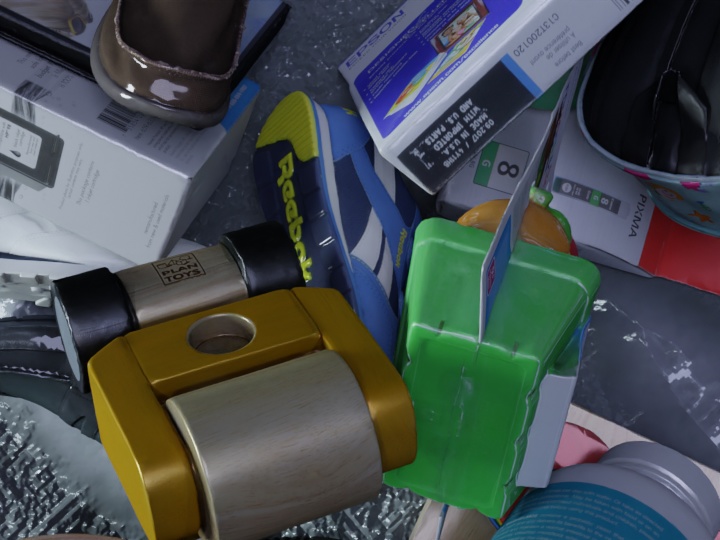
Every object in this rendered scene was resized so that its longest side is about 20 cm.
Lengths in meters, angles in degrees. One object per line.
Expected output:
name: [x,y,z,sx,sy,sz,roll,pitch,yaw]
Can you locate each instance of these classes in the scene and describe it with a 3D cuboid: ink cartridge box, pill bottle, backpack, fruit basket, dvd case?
ink cartridge box: [-0.168,-0.094,0.936,0.200,0.116,0.067,26,125,2]
pill bottle: [0.100,0.165,0.817,0.111,0.111,0.200,41,47,3]
backpack: [0.214,-0.111,0.898,0.151,0.177,0.200,42,71,-41]
fruit basket: [0.078,0.015,0.860,0.094,0.185,0.200,20,40,13]
dvd case: [-0.149,-0.153,0.950,0.200,0.143,0.018,26,124,1]
ink cartridge box: [0.159,-0.082,0.987,0.200,0.050,0.161,16,82,2]
ink cartridge box: [0.080,-0.141,0.908,0.198,0.200,0.043,-44,109,8]

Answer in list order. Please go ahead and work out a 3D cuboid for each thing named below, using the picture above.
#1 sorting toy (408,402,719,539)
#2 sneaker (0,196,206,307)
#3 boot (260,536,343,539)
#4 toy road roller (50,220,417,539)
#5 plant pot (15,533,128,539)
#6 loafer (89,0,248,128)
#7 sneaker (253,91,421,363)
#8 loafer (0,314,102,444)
sorting toy: [0.120,0.181,0.938,0.199,0.070,0.200,25,82,1]
sneaker: [-0.169,-0.024,0.956,0.200,0.076,0.081,9,73,-2]
boot: [-0.091,0.222,0.929,0.200,0.077,0.139,-12,87,9]
toy road roller: [-0.061,0.080,0.835,0.123,0.200,0.146,-16,124,-17]
plant pot: [-0.131,0.223,0.780,0.200,0.093,0.201,3,73,-8]
loafer: [-0.093,-0.148,0.897,0.073,0.071,0.200,13,37,-15]
sneaker: [0.000,0.000,0.943,0.082,0.074,0.200,7,67,-38]
loafer: [-0.132,0.064,0.944,0.200,0.068,0.071,4,74,-5]
